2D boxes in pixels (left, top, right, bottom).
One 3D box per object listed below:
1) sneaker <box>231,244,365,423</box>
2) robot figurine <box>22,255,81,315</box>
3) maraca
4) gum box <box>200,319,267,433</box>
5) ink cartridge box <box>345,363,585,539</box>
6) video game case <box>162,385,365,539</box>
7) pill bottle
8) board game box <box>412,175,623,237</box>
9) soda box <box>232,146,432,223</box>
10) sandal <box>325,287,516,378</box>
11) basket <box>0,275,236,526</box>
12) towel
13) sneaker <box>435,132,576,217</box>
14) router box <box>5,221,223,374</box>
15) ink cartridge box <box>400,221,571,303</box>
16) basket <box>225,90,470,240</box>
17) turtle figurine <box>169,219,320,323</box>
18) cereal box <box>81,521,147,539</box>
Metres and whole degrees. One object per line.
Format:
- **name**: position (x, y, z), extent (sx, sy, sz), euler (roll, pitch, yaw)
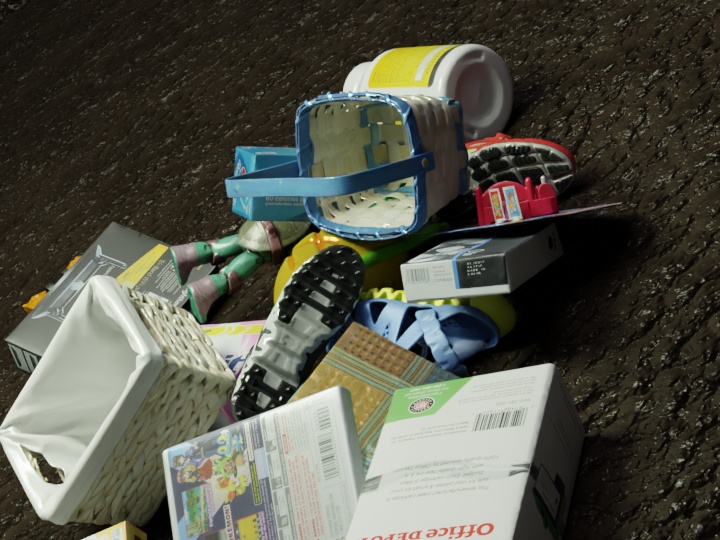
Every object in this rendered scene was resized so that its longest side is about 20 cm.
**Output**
- **sneaker**: position (-0.065, 0.064, 1.570), extent (0.201, 0.066, 0.090), euler (-60, 7, -16)
- **robot figurine**: position (-0.324, 0.037, 2.030), extent (0.145, 0.058, 0.199), euler (-45, 28, -19)
- **maraca**: position (0.000, 0.000, 1.674), extent (0.199, 0.108, 0.137), euler (-25, -2, -26)
- **gum box**: position (-0.164, 0.116, 1.707), extent (0.199, 0.066, 0.114), euler (-6, 39, 43)
- **ink cartridge box**: position (0.081, 0.175, 1.301), extent (0.145, 0.085, 0.201), euler (-11, 35, 27)
- **video game case**: position (-0.072, 0.215, 1.371), extent (0.181, 0.023, 0.202), euler (-21, 65, 24)
- **pill bottle**: position (0.069, -0.196, 1.908), extent (0.111, 0.112, 0.199), euler (-47, 30, -25)
- **board game box**: position (0.145, -0.065, 1.581), extent (0.157, 0.039, 0.199), euler (-11, 3, -34)
- **soda box**: position (-0.025, -0.085, 1.704), extent (0.198, 0.069, 0.064), euler (0, 11, -22)
- **sandal**: position (0.043, 0.065, 1.551), extent (0.199, 0.080, 0.087), euler (-11, 38, 40)
- **basket**: position (-0.227, 0.129, 1.594), extent (0.201, 0.123, 0.136), euler (-56, 46, 16)
- **towel**: position (-0.005, 0.147, 1.449), extent (0.146, 0.022, 0.200), euler (27, 60, 23)
- **sneaker**: position (0.142, -0.112, 1.732), extent (0.199, 0.077, 0.085), euler (-4, 34, 45)
- **router box**: position (-0.270, 0.050, 1.885), extent (0.156, 0.053, 0.200), euler (21, 55, 27)
- **ink cartridge box**: position (0.116, -0.012, 1.519), extent (0.098, 0.040, 0.200), euler (-7, 7, 22)
- **basket**: position (-0.003, -0.096, 1.570), extent (0.199, 0.141, 0.175), euler (-13, 12, -40)
- **turtle figurine**: position (-0.093, -0.019, 1.776), extent (0.198, 0.102, 0.150), euler (-19, 27, -11)
- **cereal box**: position (-0.269, 0.319, 1.467), extent (0.199, 0.040, 0.145), euler (-25, 53, 17)
